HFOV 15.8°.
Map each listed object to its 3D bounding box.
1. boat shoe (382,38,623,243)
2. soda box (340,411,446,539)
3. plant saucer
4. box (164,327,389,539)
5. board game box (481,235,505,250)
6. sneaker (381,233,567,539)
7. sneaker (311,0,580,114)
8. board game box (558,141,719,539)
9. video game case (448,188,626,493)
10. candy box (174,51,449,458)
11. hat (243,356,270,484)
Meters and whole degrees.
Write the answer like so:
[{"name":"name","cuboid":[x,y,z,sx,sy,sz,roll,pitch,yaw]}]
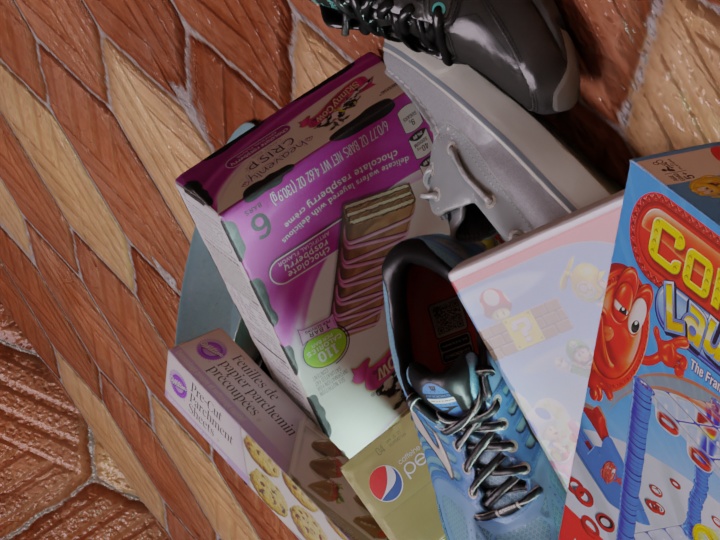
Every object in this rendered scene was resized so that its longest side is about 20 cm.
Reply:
[{"name":"boat shoe","cuboid":[0.064,-0.043,1.220,0.201,0.072,0.070,46,-169,34]},{"name":"soda box","cuboid":[0.064,0.103,1.414,0.064,0.068,0.200,53,-163,10]},{"name":"plant saucer","cuboid":[-0.080,0.001,1.756,0.201,0.039,0.202,-167,90,-75]},{"name":"box","cuboid":[-0.036,0.110,1.434,0.200,0.039,0.042,44,142,31]},{"name":"board game box","cuboid":[0.110,0.062,1.249,0.200,0.029,0.135,53,133,35]},{"name":"sneaker","cuboid":[0.049,0.074,1.212,0.090,0.078,0.201,26,-139,-65]},{"name":"sneaker","cuboid":[0.023,-0.127,1.195,0.200,0.079,0.076,45,161,33]},{"name":"board game box","cuboid":[0.170,0.080,1.036,0.200,0.056,0.196,42,134,46]},{"name":"video game case","cuboid":[0.141,0.062,1.147,0.143,0.017,0.200,-24,98,37]},{"name":"candy box","cuboid":[0.000,0.000,1.441,0.061,0.136,0.200,38,158,52]},{"name":"hat","cuboid":[-0.024,0.055,1.742,0.081,0.201,0.201,14,176,-15]}]
